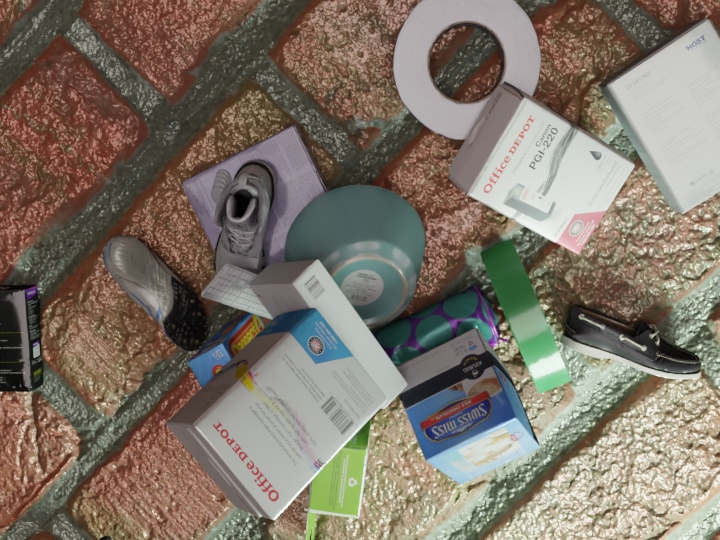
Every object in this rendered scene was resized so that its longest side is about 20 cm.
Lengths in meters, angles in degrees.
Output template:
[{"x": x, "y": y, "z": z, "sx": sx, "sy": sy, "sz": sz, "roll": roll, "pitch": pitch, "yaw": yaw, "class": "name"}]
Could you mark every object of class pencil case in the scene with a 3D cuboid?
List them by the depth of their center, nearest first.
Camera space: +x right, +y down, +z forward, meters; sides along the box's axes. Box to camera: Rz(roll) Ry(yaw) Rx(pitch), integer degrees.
[{"x": 0.098, "y": 0.099, "z": 1.423, "sx": 0.198, "sy": 0.085, "sz": 0.094, "roll": -27, "pitch": 81, "yaw": 8, "class": "pencil case"}]

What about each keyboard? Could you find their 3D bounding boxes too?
[{"x": -0.141, "y": 0.032, "z": 1.385, "sx": 0.056, "sy": 0.199, "sz": 0.011, "roll": -44, "pitch": 62, "yaw": 12, "class": "keyboard"}]

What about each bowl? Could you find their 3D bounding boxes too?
[{"x": 0.000, "y": 0.000, "z": 1.363, "sx": 0.197, "sy": 0.106, "sz": 0.203, "roll": -5, "pitch": 126, "yaw": -7, "class": "bowl"}]

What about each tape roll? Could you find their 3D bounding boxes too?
[{"x": 0.218, "y": 0.060, "z": 1.348, "sx": 0.048, "sy": 0.201, "sz": 0.203, "roll": -23, "pitch": 97, "yaw": 8, "class": "tape roll"}, {"x": 0.142, "y": -0.278, "z": 1.369, "sx": 0.196, "sy": 0.066, "sz": 0.204, "roll": 1, "pitch": 99, "yaw": 5, "class": "tape roll"}]

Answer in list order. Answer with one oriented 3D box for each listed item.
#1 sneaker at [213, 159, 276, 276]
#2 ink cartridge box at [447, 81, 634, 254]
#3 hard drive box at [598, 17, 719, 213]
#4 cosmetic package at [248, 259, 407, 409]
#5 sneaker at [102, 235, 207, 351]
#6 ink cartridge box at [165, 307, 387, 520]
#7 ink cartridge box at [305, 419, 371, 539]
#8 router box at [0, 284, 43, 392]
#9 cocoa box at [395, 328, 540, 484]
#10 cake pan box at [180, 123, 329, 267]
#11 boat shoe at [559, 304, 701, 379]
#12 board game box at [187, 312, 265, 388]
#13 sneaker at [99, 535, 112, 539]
[{"x": -0.162, "y": -0.043, "z": 1.353, "sx": 0.074, "sy": 0.115, "sz": 0.203, "roll": 13, "pitch": 101, "yaw": 2, "class": "sneaker"}, {"x": 0.236, "y": -0.133, "z": 1.337, "sx": 0.198, "sy": 0.085, "sz": 0.147, "roll": 25, "pitch": 105, "yaw": -23, "class": "ink cartridge box"}, {"x": 0.436, "y": -0.204, "z": 1.353, "sx": 0.155, "sy": 0.077, "sz": 0.202, "roll": -31, "pitch": 96, "yaw": 8, "class": "hard drive box"}, {"x": -0.044, "y": 0.080, "z": 1.299, "sx": 0.052, "sy": 0.150, "sz": 0.201, "roll": -42, "pitch": 108, "yaw": -24, "class": "cosmetic package"}, {"x": -0.291, "y": 0.031, "z": 1.458, "sx": 0.072, "sy": 0.072, "sz": 0.201, "roll": -43, "pitch": 107, "yaw": -19, "class": "sneaker"}, {"x": -0.103, "y": 0.170, "z": 1.224, "sx": 0.200, "sy": 0.146, "sz": 0.147, "roll": -43, "pitch": 102, "yaw": -22, "class": "ink cartridge box"}, {"x": -0.032, "y": 0.315, "z": 1.435, "sx": 0.074, "sy": 0.148, "sz": 0.204, "roll": 6, "pitch": 101, "yaw": 2, "class": "ink cartridge box"}, {"x": -0.569, "y": 0.099, "z": 1.487, "sx": 0.196, "sy": 0.051, "sz": 0.152, "roll": 0, "pitch": 97, "yaw": 4, "class": "router box"}, {"x": 0.144, "y": 0.187, "z": 1.358, "sx": 0.132, "sy": 0.200, "sz": 0.133, "roll": -26, "pitch": 64, "yaw": 9, "class": "cocoa box"}, {"x": -0.125, "y": -0.076, "z": 1.428, "sx": 0.182, "sy": 0.052, "sz": 0.202, "roll": -27, "pitch": 96, "yaw": 10, "class": "cake pan box"}, {"x": 0.378, "y": 0.097, "z": 1.411, "sx": 0.197, "sy": 0.074, "sz": 0.061, "roll": 16, "pitch": 105, "yaw": 10, "class": "boat shoe"}, {"x": -0.140, "y": 0.171, "z": 1.392, "sx": 0.055, "sy": 0.200, "sz": 0.198, "roll": -27, "pitch": 97, "yaw": 11, "class": "board game box"}, {"x": -0.336, "y": 0.482, "z": 1.530, "sx": 0.080, "sy": 0.074, "sz": 0.203, "roll": -23, "pitch": 104, "yaw": 1, "class": "sneaker"}]
